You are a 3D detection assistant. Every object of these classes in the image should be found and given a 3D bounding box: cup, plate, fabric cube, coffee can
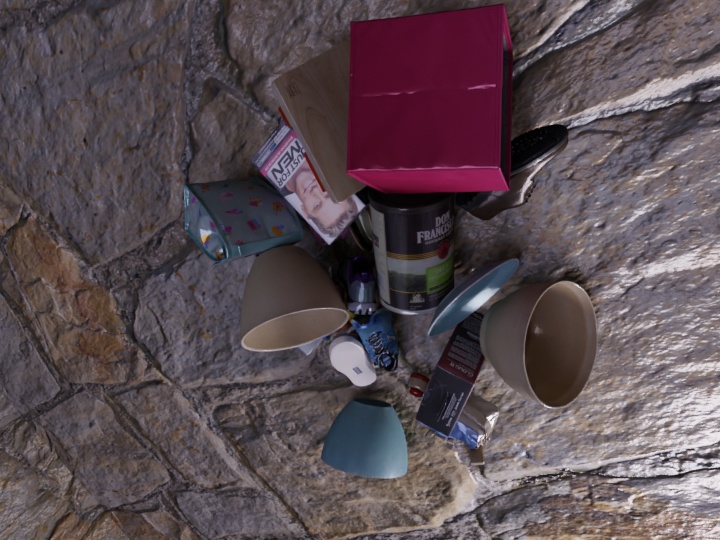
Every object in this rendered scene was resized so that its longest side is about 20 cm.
[{"bbox_3d":[-0.131,0.042,1.048,0.199,0.197,0.146,-34,63,40],"label":"cup"},{"bbox_3d":[0.185,0.041,0.982,0.026,0.198,0.201,51,133,20],"label":"plate"},{"bbox_3d":[0.104,-0.218,0.795,0.195,0.196,0.205,2,91,19],"label":"fabric cube"},{"bbox_3d":[0.091,-0.048,1.000,0.143,0.147,0.204,9,125,24],"label":"coffee can"}]

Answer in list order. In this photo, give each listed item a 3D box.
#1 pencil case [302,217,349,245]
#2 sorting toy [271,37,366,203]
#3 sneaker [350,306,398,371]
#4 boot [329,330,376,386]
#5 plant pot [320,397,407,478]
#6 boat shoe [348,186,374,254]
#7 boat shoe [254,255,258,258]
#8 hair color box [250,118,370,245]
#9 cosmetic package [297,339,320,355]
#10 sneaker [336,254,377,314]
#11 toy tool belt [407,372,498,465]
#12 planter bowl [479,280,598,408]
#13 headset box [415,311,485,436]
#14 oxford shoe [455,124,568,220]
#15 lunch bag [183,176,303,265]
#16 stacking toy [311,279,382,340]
[{"bbox_3d":[-0.094,-0.144,1.087,0.082,0.087,0.202,-31,104,6],"label":"pencil case"},{"bbox_3d":[-0.021,-0.242,0.922,0.203,0.197,0.069,60,158,-14],"label":"sorting toy"},{"bbox_3d":[0.043,0.139,1.134,0.077,0.091,0.201,-22,148,8],"label":"sneaker"},{"bbox_3d":[-0.023,0.158,1.185,0.071,0.092,0.201,-19,144,4],"label":"boot"},{"bbox_3d":[0.017,0.364,1.302,0.196,0.199,0.138,7,87,25],"label":"plant pot"},{"bbox_3d":[-0.007,-0.122,1.055,0.075,0.074,0.202,-19,109,36],"label":"boat shoe"},{"bbox_3d":[-0.175,-0.008,1.233,0.071,0.060,0.202,-19,109,36],"label":"boat shoe"},{"bbox_3d":[-0.083,-0.155,0.995,0.200,0.061,0.100,45,111,-2],"label":"hair color box"},{"bbox_3d":[-0.158,0.106,1.232,0.150,0.052,0.200,43,170,-3],"label":"cosmetic package"},{"bbox_3d":[0.000,0.000,1.075,0.073,0.201,0.090,0,114,-12],"label":"sneaker"},{"bbox_3d":[0.172,0.300,1.171,0.196,0.125,0.125,20,162,16],"label":"toy tool belt"},{"bbox_3d":[0.288,0.116,0.981,0.134,0.199,0.203,4,125,55],"label":"planter bowl"},{"bbox_3d":[0.176,0.191,1.070,0.074,0.200,0.151,25,129,13],"label":"headset box"},{"bbox_3d":[0.248,-0.150,0.908,0.084,0.074,0.199,32,132,-25],"label":"oxford shoe"},{"bbox_3d":[-0.221,-0.086,1.090,0.199,0.168,0.124,40,132,40],"label":"lunch bag"},{"bbox_3d":[0.004,0.063,1.167,0.195,0.117,0.111,-9,122,18],"label":"stacking toy"}]
